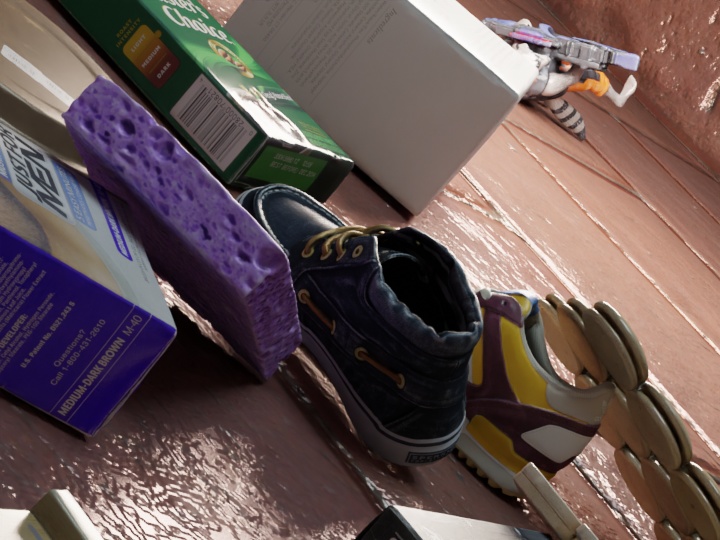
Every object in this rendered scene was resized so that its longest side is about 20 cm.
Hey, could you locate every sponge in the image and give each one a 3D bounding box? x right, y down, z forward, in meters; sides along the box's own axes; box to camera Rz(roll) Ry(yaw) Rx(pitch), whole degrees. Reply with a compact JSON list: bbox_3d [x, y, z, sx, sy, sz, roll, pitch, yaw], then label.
[{"bbox_3d":[-0.076,-0.014,1.021,0.112,0.030,0.200,44,-9,9],"label":"sponge"}]

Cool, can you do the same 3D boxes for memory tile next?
[{"bbox_3d":[0.165,0.102,1.274,0.201,0.017,0.153,61,-8,-6],"label":"memory tile"}]

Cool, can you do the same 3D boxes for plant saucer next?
[{"bbox_3d":[-0.187,-0.109,1.183,0.200,0.030,0.200,39,13,-11],"label":"plant saucer"}]

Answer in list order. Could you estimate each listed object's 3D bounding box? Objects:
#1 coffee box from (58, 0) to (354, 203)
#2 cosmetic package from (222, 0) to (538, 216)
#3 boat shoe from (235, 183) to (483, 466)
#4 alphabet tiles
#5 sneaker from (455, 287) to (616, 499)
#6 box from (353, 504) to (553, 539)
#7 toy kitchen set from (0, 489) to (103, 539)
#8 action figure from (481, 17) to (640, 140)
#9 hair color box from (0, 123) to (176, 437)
[{"bbox_3d":[-0.103,-0.126,1.430,0.200,0.044,0.123,47,15,23],"label":"coffee box"},{"bbox_3d":[0.017,-0.159,1.705,0.200,0.123,0.199,40,13,1],"label":"cosmetic package"},{"bbox_3d":[0.000,0.000,1.167,0.070,0.091,0.200,-13,47,-31],"label":"boat shoe"},{"bbox_3d":[0.140,0.176,1.081,0.200,0.015,0.196,51,-1,10],"label":"alphabet tiles"},{"bbox_3d":[0.050,0.030,1.257,0.200,0.090,0.075,43,13,7],"label":"sneaker"},{"bbox_3d":[0.092,0.189,0.952,0.200,0.048,0.158,48,13,28],"label":"box"},{"bbox_3d":[-0.002,0.112,0.647,0.200,0.180,0.163,51,15,22],"label":"toy kitchen set"},{"bbox_3d":[0.226,-0.208,2.505,0.199,0.105,0.193,19,3,38],"label":"action figure"},{"bbox_3d":[-0.173,-0.027,0.880,0.199,0.065,0.109,31,17,-31],"label":"hair color box"}]
